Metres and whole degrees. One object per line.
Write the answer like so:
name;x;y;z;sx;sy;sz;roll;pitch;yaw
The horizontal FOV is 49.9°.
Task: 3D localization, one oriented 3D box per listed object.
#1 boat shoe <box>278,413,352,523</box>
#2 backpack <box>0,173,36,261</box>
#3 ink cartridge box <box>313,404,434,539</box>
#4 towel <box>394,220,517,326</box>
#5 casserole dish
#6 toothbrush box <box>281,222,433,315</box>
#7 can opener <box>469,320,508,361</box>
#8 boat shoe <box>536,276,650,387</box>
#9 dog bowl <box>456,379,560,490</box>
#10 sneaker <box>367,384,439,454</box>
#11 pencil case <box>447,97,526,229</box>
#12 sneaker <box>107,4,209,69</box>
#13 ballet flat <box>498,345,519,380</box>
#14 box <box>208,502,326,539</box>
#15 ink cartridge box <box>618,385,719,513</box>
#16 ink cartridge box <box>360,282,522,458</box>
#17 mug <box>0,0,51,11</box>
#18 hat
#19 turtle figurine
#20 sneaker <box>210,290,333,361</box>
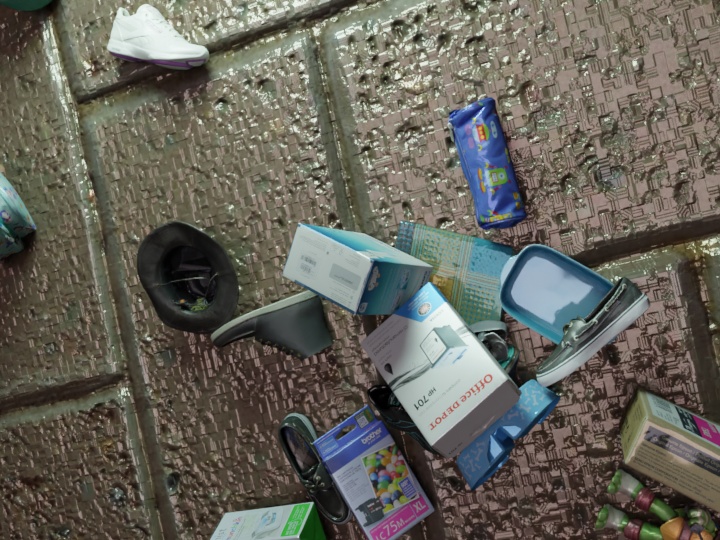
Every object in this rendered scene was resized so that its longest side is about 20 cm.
boat shoe;-0.080;0.338;1.302;0.068;0.056;0.202;-33;83;15
backpack;-0.696;-0.109;1.398;0.150;0.200;0.179;-38;81;-5
ink cartridge box;0.021;0.337;1.266;0.118;0.042;0.202;-30;82;-13
towel;0.142;0.013;1.246;0.196;0.022;0.150;15;97;17
casserole dish;0.304;0.042;1.180;0.197;0.039;0.123;30;101;6
toothbrush box;0.000;0.000;1.179;0.144;0.199;0.087;26;102;28
can opener;0.146;0.132;1.228;0.197;0.067;0.054;-21;118;32
boat shoe;0.329;0.090;1.132;0.199;0.069;0.057;-40;85;6
dog bowl;0.222;0.250;1.192;0.050;0.111;0.201;44;104;23
sneaker;0.085;0.225;1.195;0.198;0.079;0.076;8;63;49
pencil case;0.192;-0.162;1.189;0.085;0.078;0.205;-16;88;-13
sneaker;-0.351;-0.406;1.340;0.196;0.075;0.102;14;98;15
ballet flat;0.191;0.207;1.223;0.073;0.073;0.200;44;98;9
box;-0.139;0.509;1.291;0.173;0.097;0.204;-12;106;18
ink cartridge box;0.450;0.246;1.072;0.162;0.200;0.077;24;100;13
ink cartridge box;0.115;0.144;1.131;0.146;0.086;0.201;-41;54;4
mug;-0.597;-0.552;1.386;0.181;0.114;0.156;-13;89;16
hat;-0.285;0.004;1.341;0.196;0.081;0.206;5;111;14
turtle figurine;0.431;0.386;1.102;0.191;0.146;0.200;24;57;31
sneaker;-0.148;0.114;1.294;0.196;0.075;0.108;-21;89;2
